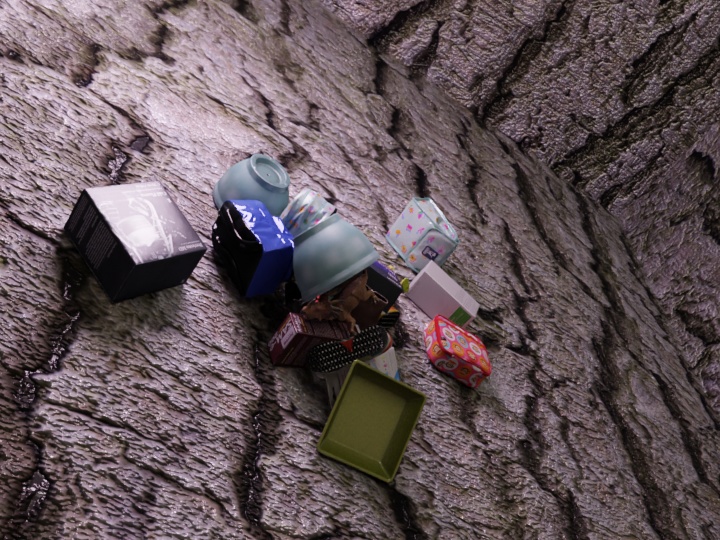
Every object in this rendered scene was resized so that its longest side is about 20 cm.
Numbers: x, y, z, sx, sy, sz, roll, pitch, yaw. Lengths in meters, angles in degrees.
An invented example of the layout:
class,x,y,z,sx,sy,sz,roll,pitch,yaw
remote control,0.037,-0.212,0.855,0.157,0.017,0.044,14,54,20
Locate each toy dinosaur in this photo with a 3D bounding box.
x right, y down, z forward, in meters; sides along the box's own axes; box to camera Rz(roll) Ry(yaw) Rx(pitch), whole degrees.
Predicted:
class,x,y,z,sx,sy,sz,roll,pitch,yaw
toy dinosaur,-0.031,0.056,1.555,0.085,0.201,0.137,23,-24,33

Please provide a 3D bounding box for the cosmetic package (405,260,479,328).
class,x,y,z,sx,sy,sz,roll,pitch,yaw
cosmetic package,0.240,0.084,2.075,0.199,0.108,0.085,40,32,-1

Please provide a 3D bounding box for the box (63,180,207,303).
class,x,y,z,sx,sy,sz,roll,pitch,yaw
box,-0.456,-0.064,1.446,0.198,0.124,0.198,52,32,12

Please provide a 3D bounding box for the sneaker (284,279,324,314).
class,x,y,z,sx,sy,sz,roll,pitch,yaw
sneaker,-0.132,0.040,1.694,0.098,0.070,0.203,51,36,-31

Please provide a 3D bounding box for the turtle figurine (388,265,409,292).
class,x,y,z,sx,sy,sz,roll,pitch,yaw
turtle figurine,0.042,0.036,1.916,0.159,0.066,0.197,21,24,40

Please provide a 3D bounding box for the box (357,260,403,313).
class,x,y,z,sx,sy,sz,roll,pitch,yaw
box,0.000,0.000,1.749,0.198,0.079,0.142,35,14,-16

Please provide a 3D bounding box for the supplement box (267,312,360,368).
class,x,y,z,sx,sy,sz,roll,pitch,yaw
supplement box,-0.098,0.165,1.588,0.197,0.109,0.062,14,37,-40

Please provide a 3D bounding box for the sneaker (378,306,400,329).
class,x,y,z,sx,sy,sz,roll,pitch,yaw
sneaker,0.012,0.103,1.843,0.197,0.071,0.090,7,30,-44

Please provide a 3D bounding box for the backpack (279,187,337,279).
class,x,y,z,sx,sy,sz,roll,pitch,yaw
backpack,-0.148,-0.101,1.765,0.125,0.201,0.168,34,32,-11

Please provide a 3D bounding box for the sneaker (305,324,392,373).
class,x,y,z,sx,sy,sz,roll,pitch,yaw
sneaker,-0.020,0.181,1.535,0.093,0.196,0.072,41,30,-63

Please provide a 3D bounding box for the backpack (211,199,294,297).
class,x,y,z,sx,sy,sz,roll,pitch,yaw
backpack,-0.247,-0.060,1.646,0.166,0.164,0.200,-6,46,-49

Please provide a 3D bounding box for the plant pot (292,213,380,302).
class,x,y,z,sx,sy,sz,roll,pitch,yaw
plant pot,-0.071,-0.040,1.563,0.136,0.198,0.200,61,32,-3

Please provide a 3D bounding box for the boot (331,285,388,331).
class,x,y,z,sx,sy,sz,roll,pitch,yaw
boot,0.019,0.137,1.695,0.198,0.167,0.073,34,28,-11

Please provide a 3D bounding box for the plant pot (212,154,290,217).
class,x,y,z,sx,sy,sz,roll,pitch,yaw
plant pot,-0.261,-0.209,1.821,0.198,0.135,0.203,29,33,-21

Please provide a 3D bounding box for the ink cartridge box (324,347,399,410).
class,x,y,z,sx,sy,sz,roll,pitch,yaw
ink cartridge box,0.011,0.256,1.595,0.198,0.067,0.118,-17,96,-55

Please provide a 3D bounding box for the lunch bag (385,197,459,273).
class,x,y,z,sx,sy,sz,roll,pitch,yaw
lunch bag,0.198,-0.096,2.181,0.121,0.171,0.201,-4,50,-51

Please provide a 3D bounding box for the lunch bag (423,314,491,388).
class,x,y,z,sx,sy,sz,roll,pitch,yaw
lunch bag,0.268,0.217,1.978,0.197,0.082,0.178,31,29,-22

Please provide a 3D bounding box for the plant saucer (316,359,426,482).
class,x,y,z,sx,sy,sz,roll,pitch,yaw
plant saucer,0.019,0.318,1.509,0.197,0.204,0.048,28,-9,-21
